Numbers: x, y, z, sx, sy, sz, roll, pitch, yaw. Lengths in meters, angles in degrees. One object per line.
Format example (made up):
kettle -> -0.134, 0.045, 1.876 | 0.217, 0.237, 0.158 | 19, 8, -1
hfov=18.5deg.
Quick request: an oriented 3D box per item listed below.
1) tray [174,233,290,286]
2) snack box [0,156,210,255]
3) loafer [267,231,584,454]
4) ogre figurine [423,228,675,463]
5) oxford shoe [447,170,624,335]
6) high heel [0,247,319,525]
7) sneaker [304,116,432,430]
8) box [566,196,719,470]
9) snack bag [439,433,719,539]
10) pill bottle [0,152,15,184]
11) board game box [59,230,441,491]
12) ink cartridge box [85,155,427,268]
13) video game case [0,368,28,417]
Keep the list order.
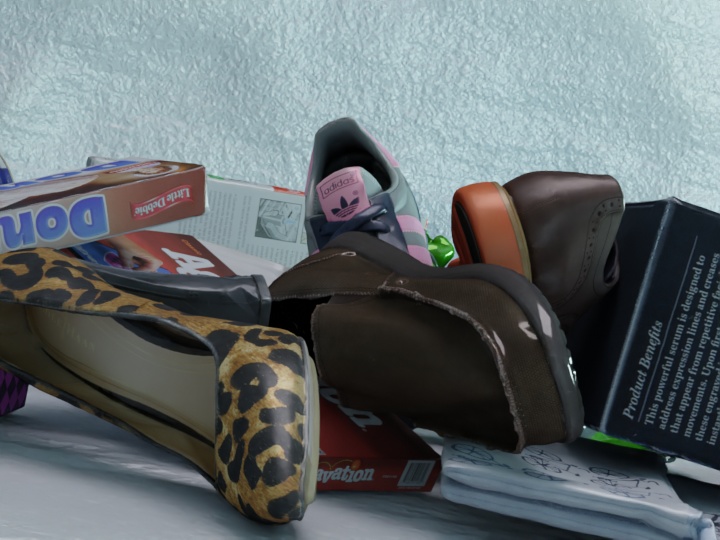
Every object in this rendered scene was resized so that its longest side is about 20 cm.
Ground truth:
tray -> -0.042, 0.025, 1.163 | 0.107, 0.022, 0.200 | 16, -13, 25
snack box -> -0.166, -0.017, 0.934 | 0.199, 0.024, 0.072 | -15, 13, -33
loafer -> 0.018, 0.038, 0.898 | 0.071, 0.073, 0.200 | -25, 19, -24
ogre figurine -> 0.077, 0.037, 1.153 | 0.200, 0.098, 0.120 | 53, 23, 15
oxford shoe -> 0.081, 0.011, 0.979 | 0.072, 0.071, 0.200 | -17, -17, -5
high heel -> -0.093, 0.047, 0.831 | 0.142, 0.072, 0.200 | 2, 21, -13
sneaker -> 0.000, 0.000, 1.050 | 0.070, 0.082, 0.200 | -20, 31, 3
box -> 0.197, 0.046, 1.014 | 0.199, 0.107, 0.148 | 18, -1, -8
snack bag -> 0.129, 0.096, 0.921 | 0.199, 0.021, 0.189 | 14, 4, 3
pill bottle -> -0.260, -0.030, 1.222 | 0.119, 0.120, 0.200 | 9, 3, -1
board game box -> -0.061, 0.035, 0.971 | 0.103, 0.019, 0.200 | 7, 24, -46
ink cartridge box -> -0.069, 0.003, 1.288 | 0.199, 0.109, 0.050 | 9, 3, -11
video game case -> -0.241, 0.034, 0.890 | 0.181, 0.036, 0.200 | 10, 3, 4
